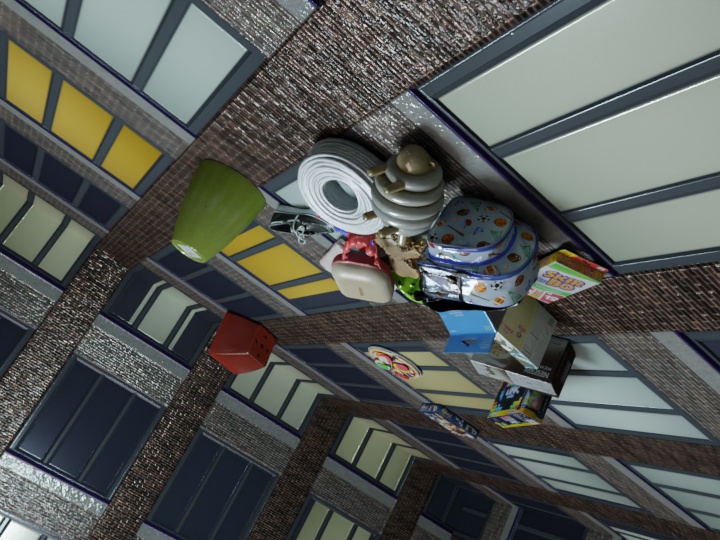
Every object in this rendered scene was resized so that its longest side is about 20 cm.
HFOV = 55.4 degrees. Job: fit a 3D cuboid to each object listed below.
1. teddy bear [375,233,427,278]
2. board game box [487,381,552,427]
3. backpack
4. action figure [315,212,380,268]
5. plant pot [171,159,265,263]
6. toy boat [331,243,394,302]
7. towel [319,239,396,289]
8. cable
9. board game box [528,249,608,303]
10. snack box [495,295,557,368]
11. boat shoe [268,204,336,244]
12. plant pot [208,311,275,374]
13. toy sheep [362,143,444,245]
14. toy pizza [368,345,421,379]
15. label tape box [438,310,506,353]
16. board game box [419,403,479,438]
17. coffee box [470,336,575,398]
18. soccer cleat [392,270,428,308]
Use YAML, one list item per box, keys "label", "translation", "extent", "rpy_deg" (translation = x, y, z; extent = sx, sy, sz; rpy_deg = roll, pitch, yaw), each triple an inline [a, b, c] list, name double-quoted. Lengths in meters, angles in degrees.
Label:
- label: "teddy bear"
  translation: [0.075, -0.073, 1.400]
  extent: [0.144, 0.067, 0.200]
  rpy_deg: [-5, 134, 49]
- label: "board game box"
  translation: [0.397, 0.289, 1.654]
  extent: [0.056, 0.166, 0.200]
  rpy_deg: [29, 160, -5]
- label: "backpack"
  translation: [0.207, -0.029, 1.165]
  extent: [0.189, 0.201, 0.155]
  rpy_deg: [17, 144, 22]
- label: "action figure"
  translation: [-0.020, -0.063, 1.394]
  extent: [0.200, 0.065, 0.100]
  rpy_deg: [44, 148, 49]
- label: "plant pot"
  translation: [-0.356, -0.125, 1.639]
  extent: [0.186, 0.201, 0.187]
  rpy_deg: [25, 159, 10]
- label: "toy boat"
  translation: [0.015, -0.011, 1.513]
  extent: [0.129, 0.132, 0.200]
  rpy_deg: [10, 161, 12]
- label: "towel"
  translation: [0.000, 0.000, 1.701]
  extent: [0.190, 0.032, 0.200]
  rpy_deg: [31, 160, -7]
- label: "cable"
  translation: [-0.023, -0.151, 1.275]
  extent: [0.199, 0.069, 0.200]
  rpy_deg: [37, 148, -5]
- label: "board game box"
  translation: [0.355, 0.013, 1.249]
  extent: [0.095, 0.030, 0.200]
  rpy_deg: [23, 158, -9]
- label: "snack box"
  translation: [0.312, 0.098, 1.390]
  extent: [0.200, 0.117, 0.037]
  rpy_deg: [41, 157, -27]
- label: "boat shoe"
  translation: [-0.134, -0.103, 1.582]
  extent: [0.198, 0.068, 0.074]
  rpy_deg: [15, 156, 33]
- label: "plant pot"
  translation: [-0.473, 0.308, 2.847]
  extent: [0.175, 0.201, 0.200]
  rpy_deg: [1, 148, 32]
- label: "toy sheep"
  translation: [0.076, -0.123, 1.147]
  extent: [0.137, 0.138, 0.201]
  rpy_deg: [24, 137, 14]
- label: "toy pizza"
  translation: [0.111, 0.313, 2.288]
  extent: [0.199, 0.032, 0.200]
  rpy_deg: [26, 160, 10]
- label: "label tape box"
  translation: [0.215, 0.053, 1.291]
  extent: [0.063, 0.201, 0.144]
  rpy_deg: [36, 158, -20]
- label: "board game box"
  translation: [0.332, 0.565, 2.578]
  extent: [0.199, 0.035, 0.135]
  rpy_deg: [35, 159, -15]
- label: "coffee box"
  translation: [0.368, 0.199, 1.556]
  extent: [0.199, 0.115, 0.080]
  rpy_deg: [14, 155, 37]
- label: "soccer cleat"
  translation: [0.155, 0.057, 1.586]
  extent: [0.199, 0.068, 0.081]
  rpy_deg: [31, 172, -5]
